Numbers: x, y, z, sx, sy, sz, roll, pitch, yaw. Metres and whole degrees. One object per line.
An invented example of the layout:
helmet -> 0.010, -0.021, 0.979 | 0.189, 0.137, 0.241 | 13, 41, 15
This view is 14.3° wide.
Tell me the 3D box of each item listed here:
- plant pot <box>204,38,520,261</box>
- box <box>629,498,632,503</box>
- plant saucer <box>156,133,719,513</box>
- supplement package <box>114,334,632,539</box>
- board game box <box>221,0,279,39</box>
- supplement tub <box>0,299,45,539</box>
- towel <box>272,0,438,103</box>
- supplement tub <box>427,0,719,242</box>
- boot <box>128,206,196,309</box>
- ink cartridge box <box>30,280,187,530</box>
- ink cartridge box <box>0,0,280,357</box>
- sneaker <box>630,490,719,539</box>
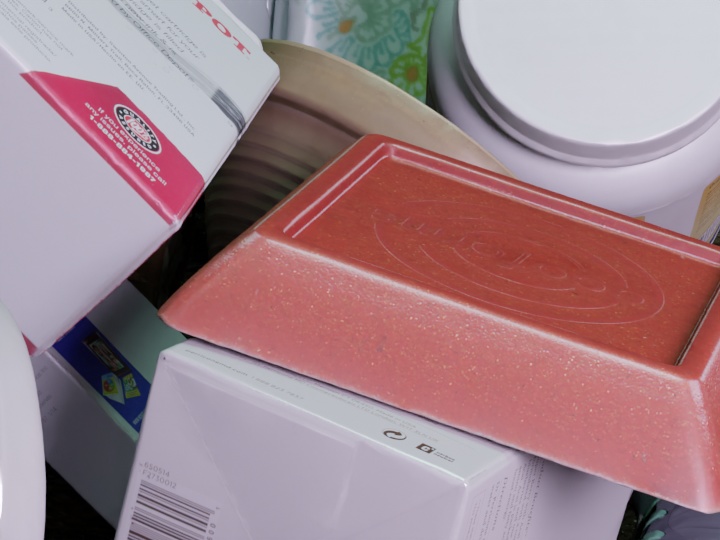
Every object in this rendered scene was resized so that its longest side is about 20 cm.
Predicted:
plant pot -> 0.000, 0.000, 1.234 | 0.200, 0.093, 0.201 | 35, -15, 11
box -> 0.210, 0.075, 1.216 | 0.199, 0.101, 0.075 | 20, 18, 18
plant saucer -> 0.052, 0.007, 1.016 | 0.199, 0.037, 0.200 | 19, 20, 10
supplement package -> 0.012, 0.080, 1.021 | 0.119, 0.122, 0.200 | 22, 19, 20
board game box -> -0.032, -0.124, 1.417 | 0.026, 0.201, 0.200 | 1, -14, 39
supplement tub -> -0.209, 0.067, 0.870 | 0.199, 0.145, 0.144 | 4, 20, -27
towel -> 0.036, -0.078, 1.401 | 0.170, 0.201, 0.048 | 5, -5, -23
supplement tub -> 0.101, -0.074, 1.268 | 0.144, 0.145, 0.200 | 15, -19, 5
boot -> -0.168, -0.061, 1.248 | 0.199, 0.066, 0.175 | 23, -22, 6
ink cartridge box -> -0.120, 0.020, 1.095 | 0.200, 0.039, 0.099 | 47, 21, -1
ink cartridge box -> -0.123, -0.074, 1.089 | 0.145, 0.083, 0.200 | 44, 20, -7
sneaker -> 0.124, 0.112, 1.089 | 0.087, 0.075, 0.200 | 2, 21, -17
